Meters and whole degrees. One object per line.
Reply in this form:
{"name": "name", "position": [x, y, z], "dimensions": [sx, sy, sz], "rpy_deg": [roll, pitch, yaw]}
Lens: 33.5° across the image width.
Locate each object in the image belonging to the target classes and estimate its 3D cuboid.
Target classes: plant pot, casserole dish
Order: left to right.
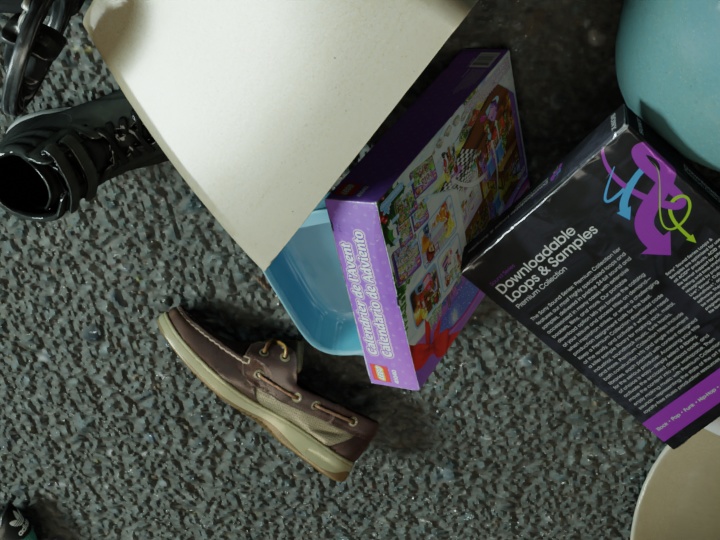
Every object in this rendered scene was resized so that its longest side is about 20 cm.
{"name": "plant pot", "position": [-0.044, -0.159, 0.725], "dimensions": [0.177, 0.200, 0.200], "rpy_deg": [38, 120, -4]}
{"name": "casserole dish", "position": [0.000, 0.000, 0.872], "dimensions": [0.120, 0.039, 0.200], "rpy_deg": [-10, 145, 13]}
{"name": "plant pot", "position": [0.231, -0.137, 0.716], "dimensions": [0.200, 0.201, 0.134], "rpy_deg": [38, 150, -18]}
{"name": "plant pot", "position": [0.349, 0.230, 0.949], "dimensions": [0.198, 0.188, 0.188], "rpy_deg": [15, 125, -20]}

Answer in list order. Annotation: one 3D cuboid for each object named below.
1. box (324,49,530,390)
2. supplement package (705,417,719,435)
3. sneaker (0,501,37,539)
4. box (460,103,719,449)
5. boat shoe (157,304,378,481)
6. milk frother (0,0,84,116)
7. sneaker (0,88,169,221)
{"name": "box", "position": [0.053, -0.038, 0.779], "dimensions": [0.039, 0.200, 0.138], "rpy_deg": [6, 127, 30]}
{"name": "supplement package", "position": [0.277, 0.040, 0.848], "dimensions": [0.199, 0.122, 0.120], "rpy_deg": [24, 123, -10]}
{"name": "sneaker", "position": [-0.394, 0.250, 1.102], "dimensions": [0.198, 0.072, 0.081], "rpy_deg": [-8, 118, 6]}
{"name": "box", "position": [0.181, 0.010, 0.748], "dimensions": [0.200, 0.036, 0.143], "rpy_deg": [38, 120, -17]}
{"name": "boat shoe", "position": [-0.071, 0.084, 0.962], "dimensions": [0.200, 0.072, 0.072], "rpy_deg": [39, 89, -6]}
{"name": "milk frother", "position": [-0.244, -0.205, 0.703], "dimensions": [0.186, 0.201, 0.182], "rpy_deg": [7, 125, 2]}
{"name": "sneaker", "position": [-0.172, -0.085, 0.834], "dimensions": [0.198, 0.099, 0.071], "rpy_deg": [-14, 119, 14]}
